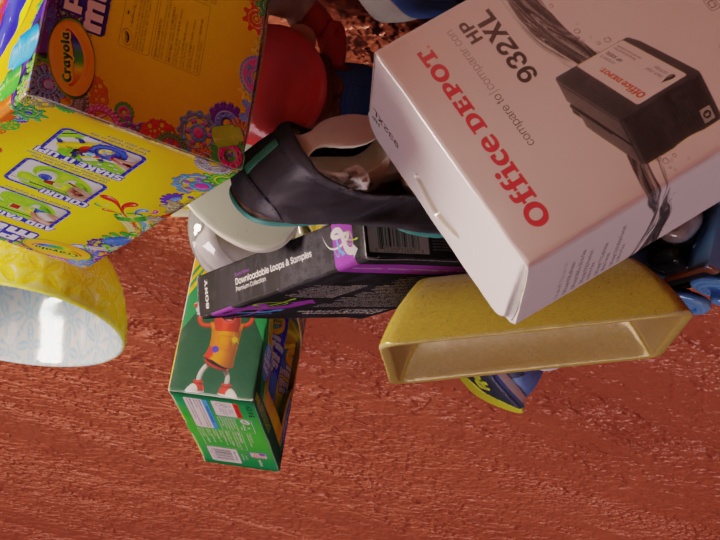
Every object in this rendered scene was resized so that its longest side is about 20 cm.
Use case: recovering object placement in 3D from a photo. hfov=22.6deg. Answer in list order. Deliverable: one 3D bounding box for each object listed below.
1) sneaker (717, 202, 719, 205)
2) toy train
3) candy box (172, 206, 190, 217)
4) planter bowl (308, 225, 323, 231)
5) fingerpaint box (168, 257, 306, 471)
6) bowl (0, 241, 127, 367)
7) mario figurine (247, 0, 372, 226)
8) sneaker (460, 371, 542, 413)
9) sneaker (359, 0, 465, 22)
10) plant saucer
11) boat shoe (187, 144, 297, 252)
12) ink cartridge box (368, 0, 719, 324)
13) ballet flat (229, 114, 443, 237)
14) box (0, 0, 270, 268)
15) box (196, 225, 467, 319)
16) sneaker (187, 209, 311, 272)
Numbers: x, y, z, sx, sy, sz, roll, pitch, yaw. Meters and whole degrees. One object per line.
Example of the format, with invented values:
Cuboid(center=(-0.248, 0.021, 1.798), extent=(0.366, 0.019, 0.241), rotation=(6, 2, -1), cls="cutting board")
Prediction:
Cuboid(center=(0.219, -0.090, 1.113), extent=(0.145, 0.077, 0.202), rotation=(13, 171, 17), cls="sneaker")
Cuboid(center=(0.206, -0.017, 1.292), extent=(0.114, 0.087, 0.200), rotation=(19, 165, -19), cls="toy train")
Cuboid(center=(-0.122, -0.088, 1.324), extent=(0.101, 0.027, 0.200), rotation=(-1, 157, 13), cls="candy box")
Cuboid(center=(0.019, -0.058, 1.275), extent=(0.199, 0.084, 0.201), rotation=(7, 159, 3), cls="planter bowl")
Cuboid(center=(-0.093, 0.056, 1.486), extent=(0.073, 0.168, 0.200), rotation=(7, 158, 7), cls="fingerpaint box")
Cuboid(center=(-0.281, -0.003, 1.481), extent=(0.199, 0.108, 0.200), rotation=(7, 159, 3), cls="bowl")
Cuboid(center=(-0.033, -0.107, 1.116), extent=(0.106, 0.124, 0.199), rotation=(-40, 150, 28), cls="mario figurine")
Cuboid(center=(0.100, 0.031, 1.504), extent=(0.074, 0.082, 0.200), rotation=(22, 154, 43), cls="sneaker")
Cuboid(center=(0.020, -0.193, 0.941), extent=(0.111, 0.077, 0.200), rotation=(-3, 158, 31), cls="sneaker")
Cuboid(center=(0.112, 0.033, 1.221), extent=(0.198, 0.049, 0.200), rotation=(-7, 169, 2), cls="plant saucer")
Cuboid(center=(-0.112, -0.090, 1.174), extent=(0.201, 0.070, 0.072), rotation=(46, 174, 6), cls="boat shoe")
Cuboid(center=(0.124, -0.089, 0.951), extent=(0.199, 0.146, 0.084), rotation=(-30, 162, -12), cls="ink cartridge box")
Cuboid(center=(0.012, -0.058, 1.050), extent=(0.073, 0.074, 0.199), rotation=(-14, 170, 43), cls="ballet flat")
Cuboid(center=(-0.145, -0.133, 0.981), extent=(0.121, 0.201, 0.192), rotation=(19, 155, -27), cls="box")
Cuboid(center=(0.000, 0.000, 1.212), extent=(0.142, 0.036, 0.199), rotation=(2, 166, -37), cls="box")
Cuboid(center=(-0.046, -0.021, 1.353), extent=(0.080, 0.071, 0.200), rotation=(-12, 161, 39), cls="sneaker")
